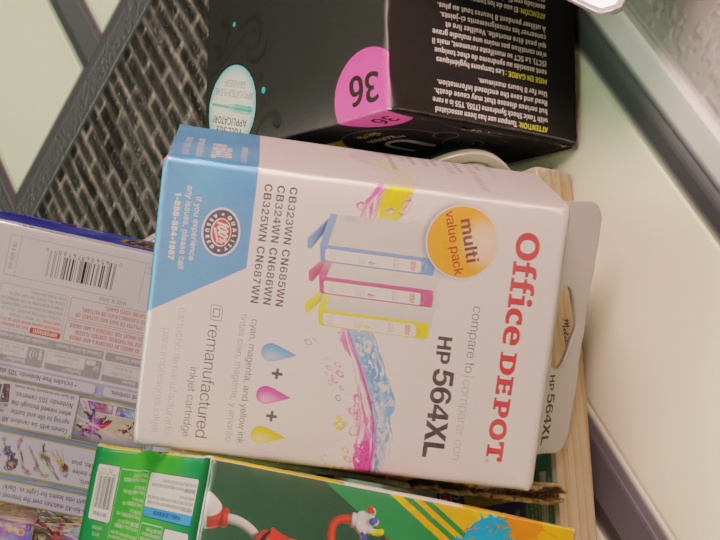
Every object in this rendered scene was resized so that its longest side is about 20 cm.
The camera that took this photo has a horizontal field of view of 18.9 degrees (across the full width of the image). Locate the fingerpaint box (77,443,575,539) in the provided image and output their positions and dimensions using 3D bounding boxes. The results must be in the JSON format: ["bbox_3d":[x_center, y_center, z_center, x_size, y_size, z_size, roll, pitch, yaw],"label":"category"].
[{"bbox_3d":[-0.024,0.130,0.968,0.200,0.166,0.074,173,109,-69],"label":"fingerpaint box"}]

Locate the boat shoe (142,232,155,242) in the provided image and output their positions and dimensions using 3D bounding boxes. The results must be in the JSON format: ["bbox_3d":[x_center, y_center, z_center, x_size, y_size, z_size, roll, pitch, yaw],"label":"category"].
[{"bbox_3d":[-0.142,0.016,1.232,0.200,0.070,0.071,-37,44,-11],"label":"boat shoe"}]

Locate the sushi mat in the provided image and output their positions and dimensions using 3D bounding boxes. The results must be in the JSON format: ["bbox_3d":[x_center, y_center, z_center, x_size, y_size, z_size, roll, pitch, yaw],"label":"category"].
[{"bbox_3d":[-0.001,0.096,1.049,0.200,0.095,0.012,1,81,52],"label":"sushi mat"}]

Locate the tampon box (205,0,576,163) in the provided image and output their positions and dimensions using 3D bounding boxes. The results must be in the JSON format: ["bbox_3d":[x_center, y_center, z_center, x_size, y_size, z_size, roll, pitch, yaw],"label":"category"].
[{"bbox_3d":[0.013,-0.155,1.086,0.150,0.126,0.201,-12,75,50],"label":"tampon box"}]

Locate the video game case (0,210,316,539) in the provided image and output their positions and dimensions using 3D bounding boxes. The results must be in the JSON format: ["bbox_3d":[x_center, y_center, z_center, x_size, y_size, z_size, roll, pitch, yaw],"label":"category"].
[{"bbox_3d":[-0.118,0.077,1.167,0.045,0.199,0.182,-127,50,-79],"label":"video game case"}]

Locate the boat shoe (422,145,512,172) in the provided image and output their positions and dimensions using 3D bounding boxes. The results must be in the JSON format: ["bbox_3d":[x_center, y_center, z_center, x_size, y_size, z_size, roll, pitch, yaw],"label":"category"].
[{"bbox_3d":[0.002,0.002,1.086,0.200,0.074,0.066,-51,18,24],"label":"boat shoe"}]

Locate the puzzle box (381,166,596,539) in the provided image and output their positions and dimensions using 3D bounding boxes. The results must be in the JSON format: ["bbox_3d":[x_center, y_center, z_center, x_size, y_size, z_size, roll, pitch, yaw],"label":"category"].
[{"bbox_3d":[0.058,0.061,1.078,0.133,0.025,0.201,-16,72,49],"label":"puzzle box"}]

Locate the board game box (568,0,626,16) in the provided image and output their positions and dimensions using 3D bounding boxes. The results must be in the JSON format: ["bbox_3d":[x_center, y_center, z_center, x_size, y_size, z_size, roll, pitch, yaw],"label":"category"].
[{"bbox_3d":[0.075,-0.240,0.978,0.199,0.026,0.201,28,88,14],"label":"board game box"}]

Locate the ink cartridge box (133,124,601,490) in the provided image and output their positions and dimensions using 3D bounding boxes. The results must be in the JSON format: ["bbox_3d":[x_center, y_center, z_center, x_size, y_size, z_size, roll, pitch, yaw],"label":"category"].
[{"bbox_3d":[0.007,0.015,0.969,0.125,0.199,0.129,-100,17,-81],"label":"ink cartridge box"}]
